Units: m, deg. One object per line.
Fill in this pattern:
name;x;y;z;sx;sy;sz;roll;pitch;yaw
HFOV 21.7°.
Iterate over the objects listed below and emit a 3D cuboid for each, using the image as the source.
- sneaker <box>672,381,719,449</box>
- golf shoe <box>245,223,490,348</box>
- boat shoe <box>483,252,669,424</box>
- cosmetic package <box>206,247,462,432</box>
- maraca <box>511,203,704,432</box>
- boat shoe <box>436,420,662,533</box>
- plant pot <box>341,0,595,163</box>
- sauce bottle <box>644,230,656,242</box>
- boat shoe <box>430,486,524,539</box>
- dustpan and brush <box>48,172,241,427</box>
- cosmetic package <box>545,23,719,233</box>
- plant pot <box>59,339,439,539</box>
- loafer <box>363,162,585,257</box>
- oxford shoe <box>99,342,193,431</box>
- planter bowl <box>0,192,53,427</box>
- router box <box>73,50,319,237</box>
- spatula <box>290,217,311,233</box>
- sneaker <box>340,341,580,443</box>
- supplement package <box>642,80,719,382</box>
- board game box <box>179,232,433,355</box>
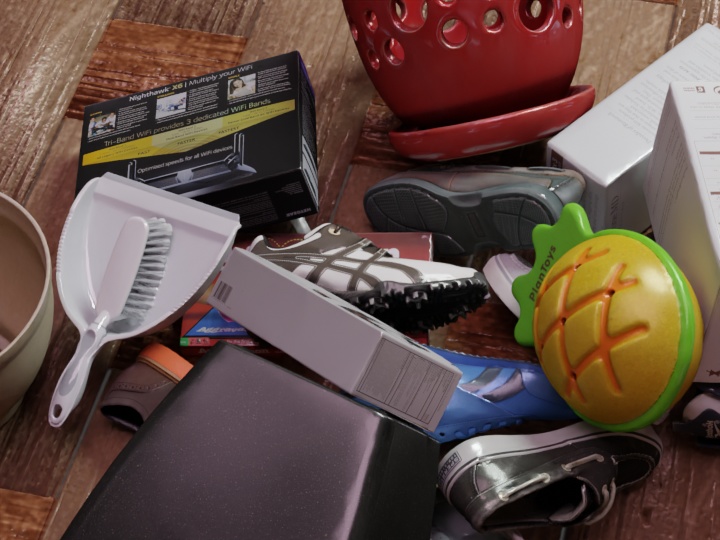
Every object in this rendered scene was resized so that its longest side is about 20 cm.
sneaker;0.300;0.118;1.379;0.128;0.080;0.200;-17;52;-8
golf shoe;0.000;0.000;1.450;0.197;0.078;0.095;-4;62;4
boat shoe;0.174;0.035;1.435;0.069;0.072;0.200;-54;46;9
cosmetic package;-0.021;0.045;1.308;0.199;0.082;0.051;28;89;52
maraca;0.171;0.033;1.343;0.106;0.138;0.200;13;18;-35
boat shoe;0.145;0.153;1.335;0.198;0.071;0.064;-5;42;-34
plant pot;0.090;-0.193;1.549;0.198;0.185;0.200;-12;10;2
sauce bottle;0.281;-0.018;1.498;0.198;0.066;0.066;-11;51;-8
boat shoe;0.052;0.170;1.358;0.199;0.070;0.071;30;60;25
dustpan and brush;-0.189;0.028;1.441;0.138;0.057;0.202;18;84;21
cosmetic package;0.243;-0.106;1.549;0.199;0.102;0.074;-39;58;-23
plant pot;-0.052;0.161;1.251;0.198;0.200;0.179;23;85;21
loafer;0.093;-0.053;1.514;0.199;0.072;0.063;4;35;41
oxford shoe;-0.114;0.131;1.406;0.199;0.072;0.072;30;62;36
planter bowl;-0.325;0.050;1.437;0.198;0.135;0.202;-1;51;2
router box;-0.135;-0.093;1.555;0.198;0.053;0.158;-13;43;10
spatula;-0.055;-0.046;1.563;0.056;0.021;0.201;-25;62;-14
sneaker;0.083;0.102;1.425;0.198;0.066;0.079;9;77;4
supplement package;0.289;-0.030;1.381;0.116;0.118;0.201;1;48;-6
board game box;-0.042;0.018;1.502;0.197;0.020;0.104;-1;60;7
